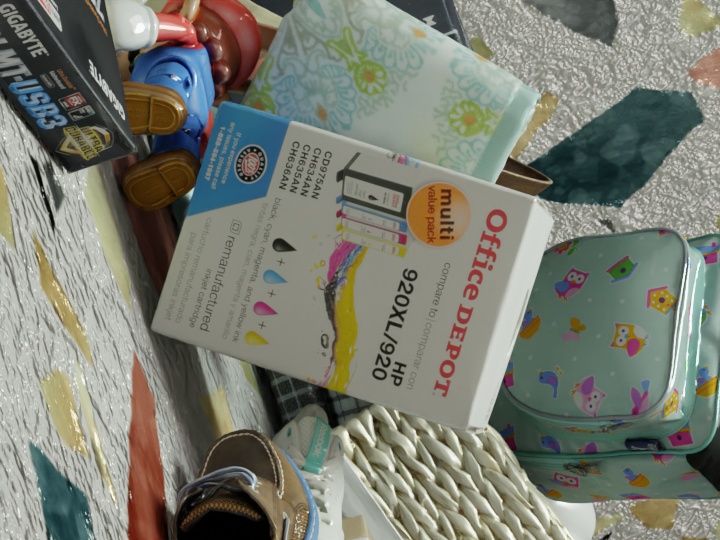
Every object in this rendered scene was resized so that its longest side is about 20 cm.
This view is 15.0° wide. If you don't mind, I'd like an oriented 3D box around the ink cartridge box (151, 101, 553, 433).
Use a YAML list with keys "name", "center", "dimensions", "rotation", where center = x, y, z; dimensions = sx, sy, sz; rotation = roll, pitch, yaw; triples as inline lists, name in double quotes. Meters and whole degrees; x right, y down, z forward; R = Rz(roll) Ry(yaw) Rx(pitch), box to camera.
- name: "ink cartridge box"
  center: [0.000, 0.000, 1.655]
  dimensions: [0.145, 0.199, 0.148]
  rotation: [20, 88, -82]

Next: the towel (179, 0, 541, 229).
- name: "towel"
  center: [-0.002, -0.069, 1.753]
  dimensions: [0.171, 0.200, 0.048]
  rotation: [30, 16, 2]

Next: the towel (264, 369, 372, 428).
- name: "towel"
  center: [-0.007, 0.117, 1.999]
  dimensions: [0.200, 0.085, 0.166]
  rotation: [21, 49, -80]

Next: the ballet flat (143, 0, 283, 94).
- name: "ballet flat"
  center: [-0.077, -0.145, 1.831]
  dimensions: [0.069, 0.200, 0.070]
  rotation: [-38, 135, -51]

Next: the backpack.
- name: "backpack"
  center: [0.171, 0.066, 1.860]
  dimensions: [0.153, 0.200, 0.176]
  rotation: [32, 57, -43]

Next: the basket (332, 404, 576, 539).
- name: "basket"
  center: [0.053, 0.171, 1.826]
  dimensions: [0.200, 0.123, 0.136]
  rotation: [52, -10, 4]

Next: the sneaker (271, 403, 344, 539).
- name: "sneaker"
  center: [-0.037, 0.131, 1.603]
  dimensions: [0.200, 0.075, 0.089]
  rotation: [-112, -135, -74]

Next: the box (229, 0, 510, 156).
- name: "box"
  center: [0.000, -0.148, 2.270]
  dimensions: [0.200, 0.196, 0.118]
  rotation: [62, 11, -54]

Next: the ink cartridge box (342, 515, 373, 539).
- name: "ink cartridge box"
  center: [0.003, 0.277, 1.666]
  dimensions: [0.200, 0.075, 0.165]
  rotation: [-98, 169, -53]

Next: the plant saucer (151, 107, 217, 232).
- name: "plant saucer"
  center: [-0.097, -0.051, 1.888]
  dimensions: [0.201, 0.039, 0.202]
  rotation: [-18, 90, -83]

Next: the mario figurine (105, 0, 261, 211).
- name: "mario figurine"
  center: [-0.131, -0.112, 1.721]
  dimensions: [0.200, 0.106, 0.124]
  rotation: [-75, -169, -63]

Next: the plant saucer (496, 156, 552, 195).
- name: "plant saucer"
  center: [0.036, -0.084, 1.920]
  dimensions: [0.200, 0.200, 0.037]
  rotation: [-46, 159, -83]

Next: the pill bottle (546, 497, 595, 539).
- name: "pill bottle"
  center: [0.107, 0.153, 1.978]
  dimensions: [0.109, 0.108, 0.200]
  rotation: [62, 11, -57]

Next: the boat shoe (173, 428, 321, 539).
- name: "boat shoe"
  center: [-0.063, 0.145, 1.482]
  dimensions: [0.200, 0.072, 0.072]
  rotation: [-99, 168, -54]

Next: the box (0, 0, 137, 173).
- name: "box"
  center: [-0.186, -0.181, 1.466]
  dimensions: [0.200, 0.050, 0.199]
  rotation: [57, 15, -63]
